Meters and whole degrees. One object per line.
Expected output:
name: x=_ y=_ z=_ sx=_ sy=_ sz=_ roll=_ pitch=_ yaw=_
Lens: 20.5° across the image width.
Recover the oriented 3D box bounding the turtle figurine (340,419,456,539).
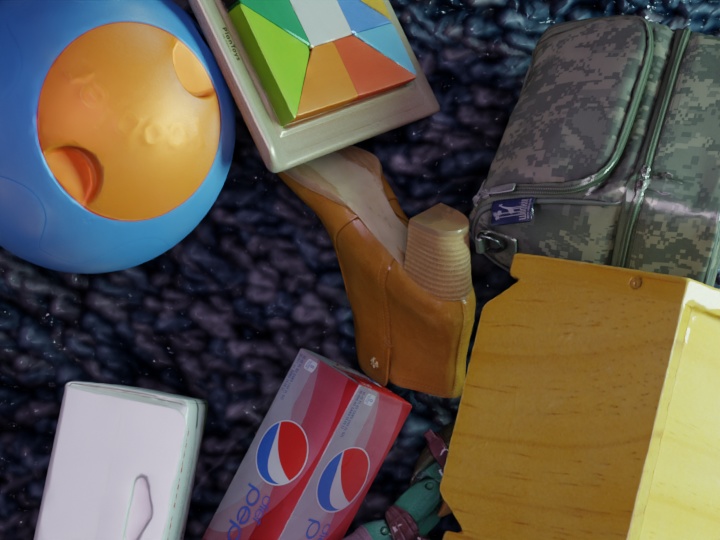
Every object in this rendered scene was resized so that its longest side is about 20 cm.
turtle figurine: x=0.077 y=0.154 z=1.387 sx=0.200 sy=0.150 sz=0.101 roll=-37 pitch=56 yaw=0

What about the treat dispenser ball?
treat dispenser ball: x=-0.184 y=-0.099 z=1.344 sx=0.200 sy=0.201 sz=0.202 roll=0 pitch=86 yaw=-3

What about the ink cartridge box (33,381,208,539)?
ink cartridge box: x=-0.158 y=0.150 z=1.327 sx=0.084 sy=0.200 sz=0.147 roll=11 pitch=85 yaw=1

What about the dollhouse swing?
dollhouse swing: x=0.183 y=0.113 z=1.297 sx=0.181 sy=0.176 sz=0.201 roll=9 pitch=83 yaw=36

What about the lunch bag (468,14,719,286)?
lunch bag: x=0.176 y=-0.074 z=1.368 sx=0.167 sy=0.140 sz=0.201 roll=13 pitch=53 yaw=12

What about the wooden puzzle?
wooden puzzle: x=-0.035 y=-0.175 z=1.375 sx=0.200 sy=0.037 sz=0.186 roll=-23 pitch=87 yaw=-49

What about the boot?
boot: x=0.001 y=0.000 z=1.408 sx=0.071 sy=0.201 sz=0.145 roll=-22 pitch=129 yaw=-38

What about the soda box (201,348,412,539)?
soda box: x=-0.048 y=0.160 z=1.377 sx=0.063 sy=0.070 sz=0.201 roll=29 pitch=93 yaw=39
